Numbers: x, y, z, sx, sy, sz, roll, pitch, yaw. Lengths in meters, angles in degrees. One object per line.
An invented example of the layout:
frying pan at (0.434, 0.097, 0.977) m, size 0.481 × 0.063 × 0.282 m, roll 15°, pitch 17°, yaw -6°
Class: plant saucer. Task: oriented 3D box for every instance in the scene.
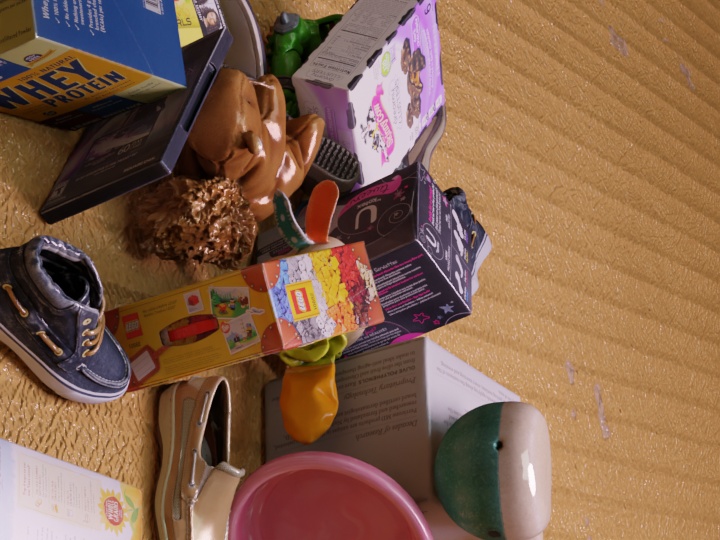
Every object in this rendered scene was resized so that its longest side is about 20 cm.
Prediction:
plant saucer at (-0.025, 0.249, 1.622) m, size 0.201 × 0.200 × 0.051 m, roll 65°, pitch 24°, yaw -16°

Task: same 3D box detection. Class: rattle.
rattle at (-0.055, 0.036, 1.639) m, size 0.143 × 0.130 × 0.200 m, roll -62°, pitch 172°, yaw -46°

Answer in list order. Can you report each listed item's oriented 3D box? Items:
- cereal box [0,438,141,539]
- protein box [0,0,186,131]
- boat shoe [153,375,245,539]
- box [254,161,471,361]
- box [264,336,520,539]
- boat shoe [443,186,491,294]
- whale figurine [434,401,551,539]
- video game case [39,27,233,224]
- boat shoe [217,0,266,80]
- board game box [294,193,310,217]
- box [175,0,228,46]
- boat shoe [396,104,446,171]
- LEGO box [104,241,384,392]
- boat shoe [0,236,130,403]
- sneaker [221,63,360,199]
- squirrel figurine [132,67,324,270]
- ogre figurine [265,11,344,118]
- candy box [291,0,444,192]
cereal box at (-0.250, 0.223, 1.404) m, size 0.200 × 0.039 × 0.144 m, roll 31°, pitch 49°, yaw -50°
protein box at (-0.272, -0.247, 1.506) m, size 0.200 × 0.135 × 0.199 m, roll 12°, pitch 65°, yaw -58°
boat shoe at (-0.139, 0.190, 1.576) m, size 0.072 × 0.076 × 0.201 m, roll 20°, pitch 59°, yaw -56°
box at (0.000, 0.000, 1.776) m, size 0.115 × 0.200 × 0.132 m, roll 53°, pitch 25°, yaw -34°
box at (0.037, 0.195, 1.757) m, size 0.199 × 0.200 × 0.172 m, roll 33°, pitch 47°, yaw -49°
boat shoe at (0.101, -0.025, 2.125) m, size 0.091 × 0.071 × 0.200 m, roll 62°, pitch 24°, yaw -18°
whale figurine at (0.126, 0.203, 1.633) m, size 0.200 × 0.103 × 0.160 m, roll 70°, pitch 20°, yaw -60°
video game case at (-0.198, -0.131, 1.569) m, size 0.019 × 0.143 × 0.200 m, roll 51°, pitch 36°, yaw -29°
boat shoe at (-0.139, -0.282, 1.826) m, size 0.063 × 0.073 × 0.200 m, roll -30°, pitch 97°, yaw -57°
board game box at (-0.008, -0.039, 1.962) m, size 0.153 × 0.040 × 0.200 m, roll 58°, pitch 32°, yaw -26°
box at (-0.205, -0.245, 1.711) m, size 0.200 × 0.050 × 0.075 m, roll -24°, pitch 97°, yaw -61°
boat shoe at (0.052, -0.169, 2.101) m, size 0.073 × 0.074 × 0.200 m, roll 50°, pitch 35°, yaw -36°
LEGO box at (-0.104, 0.042, 1.566) m, size 0.149 × 0.200 × 0.077 m, roll -13°, pitch 87°, yaw -53°
boat shoe at (-0.236, 0.045, 1.451) m, size 0.200 × 0.091 × 0.071 m, roll 42°, pitch 42°, yaw -43°
sneaker at (-0.098, -0.130, 1.805) m, size 0.200 × 0.076 × 0.070 m, roll 37°, pitch 46°, yaw -1°
squirrel figurine at (-0.128, -0.096, 1.645) m, size 0.187 × 0.141 × 0.201 m, roll 87°, pitch 21°, yaw -82°
ogre figurine at (-0.052, -0.216, 1.921) m, size 0.200 × 0.098 × 0.120 m, roll -3°, pitch 90°, yaw -49°
candy box at (0.013, -0.192, 1.882) m, size 0.200 × 0.071 × 0.168 m, roll -55°, pitch 150°, yaw -37°
